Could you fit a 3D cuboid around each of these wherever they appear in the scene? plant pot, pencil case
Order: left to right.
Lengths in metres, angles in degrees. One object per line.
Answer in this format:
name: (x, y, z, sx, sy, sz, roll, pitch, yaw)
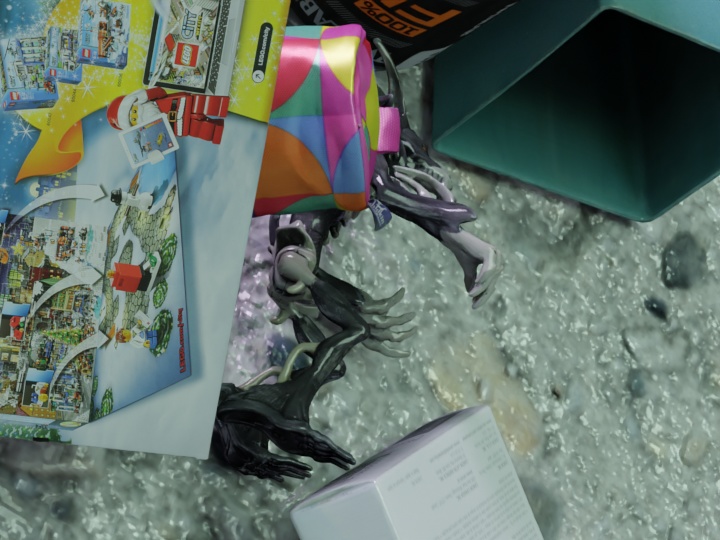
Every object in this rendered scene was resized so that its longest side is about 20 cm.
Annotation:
pencil case: (-0.084, -0.056, 1.179, 0.199, 0.088, 0.089, -3, 68, 3)
plant pot: (0.127, -0.157, 1.403, 0.141, 0.141, 0.201, 18, 54, -30)

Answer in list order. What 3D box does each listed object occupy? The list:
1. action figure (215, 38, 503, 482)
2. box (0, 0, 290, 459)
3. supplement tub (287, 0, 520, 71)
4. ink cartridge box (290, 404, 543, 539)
action figure: (0.000, 0.000, 1.259, 0.102, 0.119, 0.200, 27, 66, -10)
box: (-0.111, -0.032, 1.104, 0.136, 0.038, 0.201, 8, 101, -17)
supplement tub: (0.031, -0.169, 1.291, 0.122, 0.200, 0.123, 15, 62, -31)
ink cartridge box: (0.051, 0.171, 1.229, 0.201, 0.047, 0.160, 69, 21, -1)
